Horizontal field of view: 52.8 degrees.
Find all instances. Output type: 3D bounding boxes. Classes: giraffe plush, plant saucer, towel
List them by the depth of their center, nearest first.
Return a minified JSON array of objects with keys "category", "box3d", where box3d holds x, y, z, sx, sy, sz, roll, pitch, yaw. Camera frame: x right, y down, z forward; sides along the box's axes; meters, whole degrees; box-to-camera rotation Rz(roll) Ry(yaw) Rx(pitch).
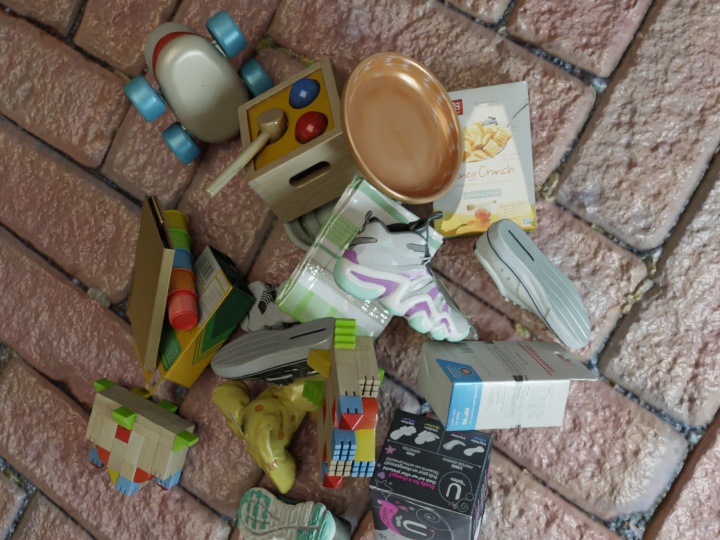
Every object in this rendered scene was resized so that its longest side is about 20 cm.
[{"category":"towel","box3d":[0.000,0.000,0.942,0.148,0.031,0.202,34,92,-12]},{"category":"plant saucer","box3d":[0.051,-0.183,0.949,0.037,0.197,0.205,-18,80,52]},{"category":"giraffe plush","box3d":[-0.102,0.186,1.025,0.161,0.201,0.173,-37,72,-19]},{"category":"plant saucer","box3d":[-0.017,-0.100,1.036,0.197,0.050,0.204,-15,56,22]}]

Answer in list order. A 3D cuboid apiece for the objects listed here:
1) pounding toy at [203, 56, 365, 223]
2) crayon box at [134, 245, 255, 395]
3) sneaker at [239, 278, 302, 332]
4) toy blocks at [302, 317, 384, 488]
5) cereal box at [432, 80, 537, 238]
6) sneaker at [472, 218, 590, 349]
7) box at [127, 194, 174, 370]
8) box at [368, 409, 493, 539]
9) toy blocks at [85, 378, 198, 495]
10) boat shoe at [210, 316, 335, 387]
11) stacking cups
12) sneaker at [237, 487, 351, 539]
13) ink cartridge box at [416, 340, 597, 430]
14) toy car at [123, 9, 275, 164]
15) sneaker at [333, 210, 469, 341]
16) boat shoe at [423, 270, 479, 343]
[{"category":"pounding toy","box3d":[-0.101,-0.173,1.003,0.197,0.142,0.187,-25,51,14]},{"category":"crayon box","box3d":[-0.251,0.080,1.086,0.201,0.051,0.126,-51,41,8]},{"category":"sneaker","box3d":[-0.094,0.059,1.058,0.198,0.113,0.077,-11,69,51]},{"category":"toy blocks","box3d":[-0.015,0.180,0.861,0.098,0.138,0.203,4,125,-11]},{"category":"cereal box","box3d":[0.168,-0.151,1.010,0.141,0.039,0.205,-5,85,16]},{"category":"sneaker","box3d":[0.229,0.023,0.974,0.201,0.073,0.071,54,142,1]},{"category":"box","box3d":[-0.308,0.016,1.062,0.164,0.021,0.203,53,132,50]},{"category":"box","box3d":[0.088,0.292,0.915,0.129,0.202,0.116,11,47,16]},{"category":"toy blocks","box3d":[-0.347,0.275,1.117,0.197,0.100,0.139,22,102,15]},{"category":"boat shoe","box3d":[-0.102,0.119,0.936,0.196,0.073,0.072,-12,121,24]},{"category":"stacking cups","box3d":[-0.269,0.000,1.079,0.060,0.060,0.202,-32,52,12]},{"category":"sneaker","box3d":[-0.095,0.364,1.042,0.197,0.091,0.079,1,68,41]},{"category":"ink cartridge box","box3d":[0.183,0.142,0.921,0.196,0.116,0.069,1,110,-15]},{"category":"toy car","box3d":[-0.264,-0.306,1.113,0.183,0.177,0.200,-39,48,-2]},{"category":"sneaker","box3d":[0.077,-0.005,0.904,0.197,0.078,0.142,26,97,-20]},{"category":"boat shoe","box3d":[0.087,0.041,1.005,0.074,0.073,0.201,-36,84,6]}]
